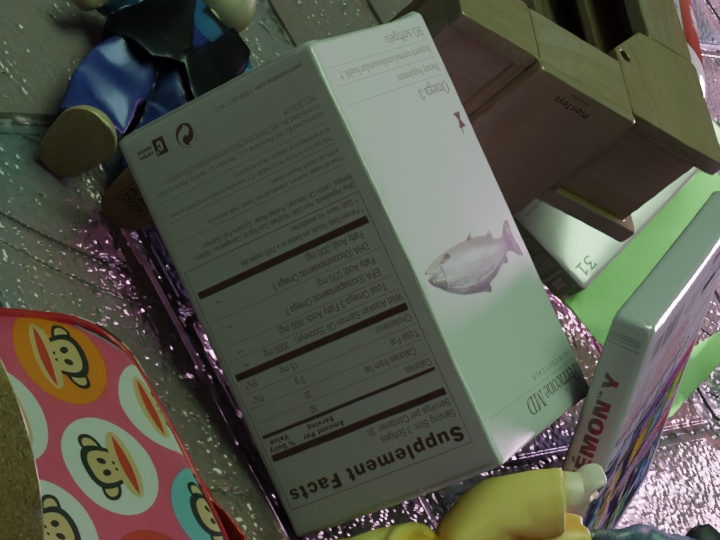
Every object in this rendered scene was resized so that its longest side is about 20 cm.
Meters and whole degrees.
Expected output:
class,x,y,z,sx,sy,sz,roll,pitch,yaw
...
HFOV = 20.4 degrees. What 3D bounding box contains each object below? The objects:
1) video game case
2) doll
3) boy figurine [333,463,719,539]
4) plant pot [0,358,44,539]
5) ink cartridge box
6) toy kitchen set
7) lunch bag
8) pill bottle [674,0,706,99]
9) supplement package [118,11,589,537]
class,x,y,z,sx,sy,sz,roll,pitch,yaw
video game case,0.137,0.069,1.014,0.023,0.183,0.200,22,26,14
doll,-0.094,-0.097,1.017,0.136,0.048,0.200,41,34,-15
boy figurine,0.074,0.140,0.901,0.199,0.125,0.064,9,26,-23
plant pot,-0.224,0.079,0.549,0.200,0.186,0.187,-31,81,-44
ink cartridge box,0.172,-0.031,1.218,0.200,0.048,0.146,47,70,-1
toy kitchen set,0.061,-0.112,1.112,0.200,0.163,0.181,25,41,-35
lunch bag,-0.108,0.108,0.732,0.176,0.082,0.201,4,52,-51
pill bottle,0.177,-0.141,1.362,0.112,0.112,0.200,35,33,-23
supplement package,0.000,0.000,0.920,0.117,0.117,0.201,-28,94,-60
